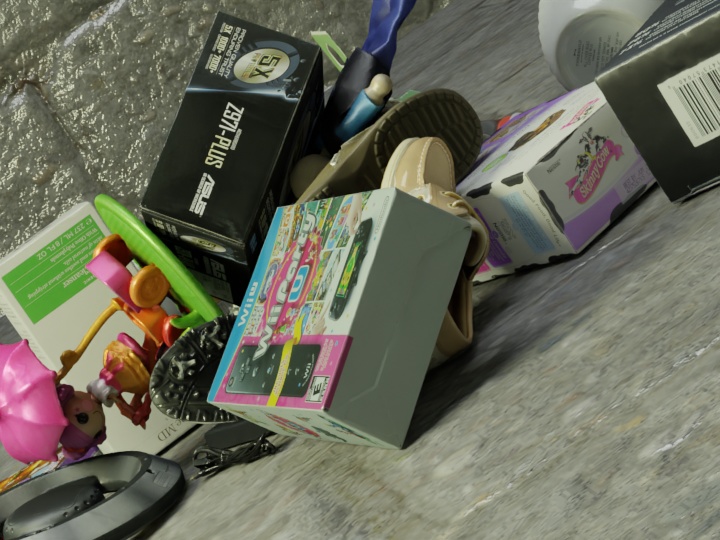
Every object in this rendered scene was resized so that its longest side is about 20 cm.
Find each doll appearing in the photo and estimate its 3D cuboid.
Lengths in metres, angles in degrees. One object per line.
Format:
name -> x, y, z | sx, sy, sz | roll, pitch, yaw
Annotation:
doll -> -0.002, -0.137, 1.634 | 0.201, 0.048, 0.136 | -69, 11, -19

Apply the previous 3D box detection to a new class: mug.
mug -> 0.228, -0.238, 1.794 | 0.176, 0.147, 0.201 | -64, -5, -54

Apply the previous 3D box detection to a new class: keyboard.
keyboard -> -0.056, 0.102, 1.545 | 0.127, 0.021, 0.199 | -41, 10, -35

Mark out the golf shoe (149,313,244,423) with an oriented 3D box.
golf shoe -> -0.078, 0.068, 1.547 | 0.199, 0.078, 0.094 | -23, -8, -37

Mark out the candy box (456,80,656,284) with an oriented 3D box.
candy box -> 0.136, -0.068, 1.577 | 0.168, 0.072, 0.200 | -40, 10, -29

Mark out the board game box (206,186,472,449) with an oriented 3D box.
board game box -> -0.016, 0.032, 1.385 | 0.200, 0.064, 0.149 | -6, 62, 67

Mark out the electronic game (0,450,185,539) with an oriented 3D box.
electronic game -> -0.222, 0.185, 1.569 | 0.198, 0.042, 0.200 | -20, 11, 4

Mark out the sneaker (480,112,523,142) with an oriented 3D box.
sneaker -> 0.081, -0.079, 1.752 | 0.081, 0.078, 0.200 | 0, 13, 25

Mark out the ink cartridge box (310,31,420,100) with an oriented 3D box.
ink cartridge box -> 0.038, -0.144, 1.901 | 0.048, 0.201, 0.146 | -36, 9, -2

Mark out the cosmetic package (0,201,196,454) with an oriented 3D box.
cosmetic package -> -0.212, 0.055, 1.760 | 0.107, 0.201, 0.085 | -37, 8, -13

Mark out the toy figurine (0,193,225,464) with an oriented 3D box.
toy figurine -> -0.199, 0.074, 1.624 | 0.184, 0.200, 0.150 | -45, 48, -11

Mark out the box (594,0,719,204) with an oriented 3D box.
box -> 0.271, -0.154, 1.442 | 0.147, 0.105, 0.200 | -27, 11, 39

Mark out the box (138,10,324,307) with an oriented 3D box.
box -> -0.094, -0.078, 1.641 | 0.200, 0.085, 0.165 | 92, -162, -74

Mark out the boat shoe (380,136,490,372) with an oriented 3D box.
boat shoe -> 0.056, -0.015, 1.465 | 0.069, 0.074, 0.201 | -20, 46, 28

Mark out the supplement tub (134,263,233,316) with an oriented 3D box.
supplement tub -> -0.105, -0.007, 1.879 | 0.199, 0.146, 0.145 | -32, 10, 15

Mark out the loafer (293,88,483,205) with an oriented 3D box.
loafer -> 0.007, -0.065, 1.559 | 0.200, 0.076, 0.067 | -37, 11, -28

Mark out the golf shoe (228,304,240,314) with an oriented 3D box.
golf shoe -> -0.043, 0.023, 1.761 | 0.201, 0.097, 0.078 | -59, 25, 9

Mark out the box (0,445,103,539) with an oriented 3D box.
box -> -0.296, 0.214, 1.745 | 0.136, 0.039, 0.200 | -31, 10, 25

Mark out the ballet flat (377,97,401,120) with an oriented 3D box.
ballet flat -> 0.021, -0.106, 1.746 | 0.064, 0.076, 0.200 | -35, 0, -19
